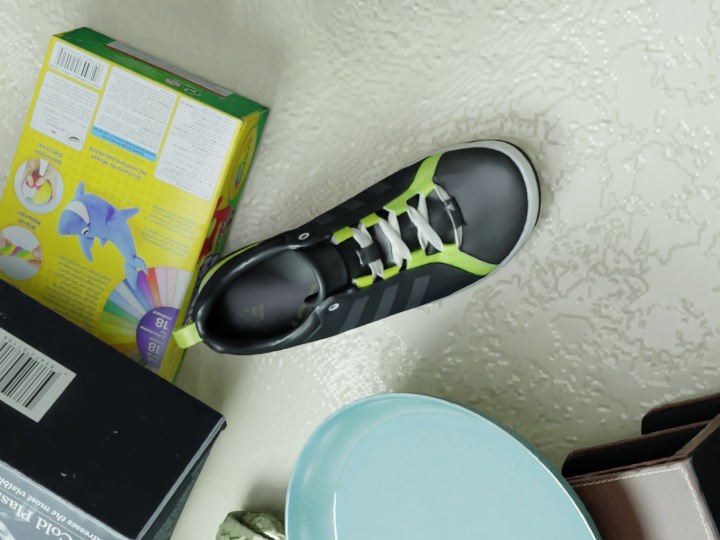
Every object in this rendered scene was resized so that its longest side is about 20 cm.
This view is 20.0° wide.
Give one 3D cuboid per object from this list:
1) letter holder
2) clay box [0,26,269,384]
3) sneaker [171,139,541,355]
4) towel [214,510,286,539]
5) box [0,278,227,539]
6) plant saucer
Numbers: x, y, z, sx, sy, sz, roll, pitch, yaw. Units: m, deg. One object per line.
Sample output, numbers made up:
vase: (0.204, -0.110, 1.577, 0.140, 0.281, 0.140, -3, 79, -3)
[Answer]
letter holder: (0.159, 0.178, 1.019, 0.141, 0.100, 0.201, -17, 98, 38)
clay box: (-0.135, -0.013, 1.085, 0.114, 0.048, 0.201, 24, 109, 10)
sneaker: (0.000, 0.000, 1.027, 0.199, 0.083, 0.072, -26, 95, 13)
towel: (-0.007, 0.228, 1.110, 0.199, 0.036, 0.149, 26, 108, 8)
box: (-0.198, 0.112, 1.064, 0.199, 0.104, 0.183, 30, 133, 5)
plant saucer: (0.048, 0.150, 1.011, 0.199, 0.027, 0.202, 17, 119, 33)
